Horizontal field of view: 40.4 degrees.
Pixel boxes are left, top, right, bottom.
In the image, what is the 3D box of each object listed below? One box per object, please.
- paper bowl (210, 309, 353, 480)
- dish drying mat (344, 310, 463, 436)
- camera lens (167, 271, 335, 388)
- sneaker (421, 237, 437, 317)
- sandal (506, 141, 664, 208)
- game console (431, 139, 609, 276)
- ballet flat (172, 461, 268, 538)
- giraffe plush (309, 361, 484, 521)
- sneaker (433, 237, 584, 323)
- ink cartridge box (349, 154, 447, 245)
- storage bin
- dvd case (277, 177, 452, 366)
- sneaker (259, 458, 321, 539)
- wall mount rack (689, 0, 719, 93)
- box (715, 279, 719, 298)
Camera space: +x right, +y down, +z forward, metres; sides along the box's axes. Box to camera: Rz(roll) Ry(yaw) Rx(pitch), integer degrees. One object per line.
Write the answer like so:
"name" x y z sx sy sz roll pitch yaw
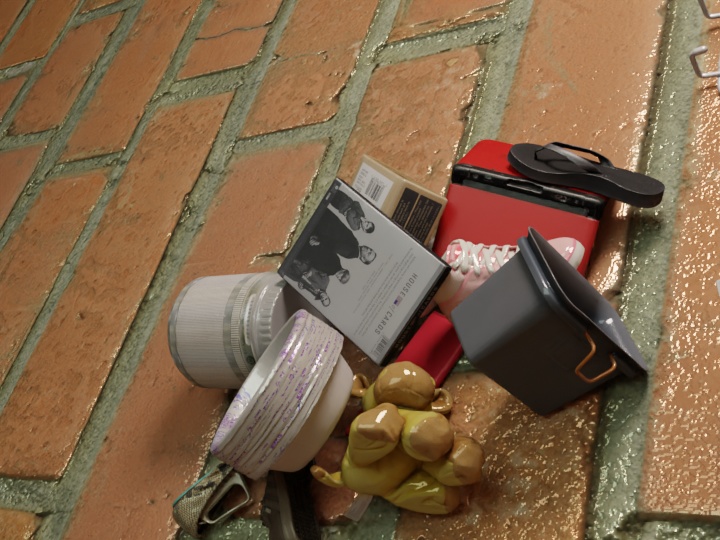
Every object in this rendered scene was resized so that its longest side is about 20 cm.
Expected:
"paper bowl" -0.083 0.154 1.155 0.201 0.104 0.201 -56 7 10
"dish drying mat" 0.065 0.144 1.248 0.077 0.018 0.200 23 70 43
"camera lens" -0.155 0.084 1.358 0.199 0.160 0.161 -4 53 35
"sneaker" 0.131 -0.017 1.299 0.087 0.075 0.200 29 76 42
"sandal" 0.282 -0.131 1.218 0.199 0.043 0.076 18 34 22
"game console" 0.216 -0.073 1.272 0.199 0.119 0.172 17 33 20
"ballet flat" -0.163 0.270 1.288 0.075 0.068 0.200 40 88 27
"giraffe plush" 0.048 0.181 1.139 0.200 0.172 0.163 -40 24 40
"sneaker" 0.163 -0.002 1.176 0.200 0.105 0.075 -32 22 35
"ink cartridge box" 0.024 -0.056 1.325 0.165 0.075 0.200 -64 21 7
"storage bin" 0.204 0.077 1.079 0.134 0.200 0.146 -39 40 19
"dvd case" 0.000 0.000 1.215 0.200 0.025 0.151 40 104 28
"sneaker" -0.101 0.280 1.217 0.076 0.070 0.200 -43 31 22
"wall mount rack" 0.520 -0.320 1.259 0.173 0.075 0.201 -5 53 34
"box" 0.460 0.059 0.916 0.199 0.152 0.107 -20 46 22
